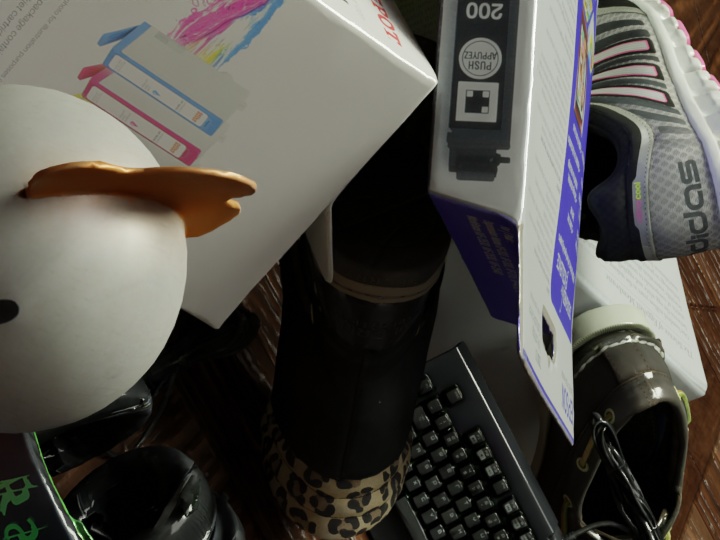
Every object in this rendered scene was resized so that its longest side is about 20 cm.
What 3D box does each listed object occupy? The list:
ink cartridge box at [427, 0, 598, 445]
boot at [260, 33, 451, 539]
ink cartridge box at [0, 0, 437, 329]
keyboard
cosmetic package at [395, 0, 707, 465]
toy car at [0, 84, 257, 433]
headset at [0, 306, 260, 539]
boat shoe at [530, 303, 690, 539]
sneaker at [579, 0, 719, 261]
[{"bbox_3d":[0.060,-0.046,0.921,0.198,0.043,0.201,54,39,-73],"label":"ink cartridge box"},{"bbox_3d":[0.000,0.000,1.000,0.200,0.073,0.151,-93,-170,-57],"label":"boot"},{"bbox_3d":[-0.079,-0.088,0.853,0.200,0.125,0.129,32,20,-32],"label":"ink cartridge box"},{"bbox_3d":[0.080,0.126,1.067,0.201,0.127,0.021,62,-2,-4],"label":"keyboard"},{"bbox_3d":[0.060,-0.039,1.186,0.199,0.123,0.201,39,33,-46],"label":"cosmetic package"},{"bbox_3d":[-0.125,0.004,0.649,0.177,0.199,0.185,17,51,-60],"label":"toy car"},{"bbox_3d":[-0.079,0.061,0.824,0.124,0.094,0.200,60,7,-11],"label":"headset"},{"bbox_3d":[0.119,0.107,1.150,0.202,0.071,0.061,86,-17,-45],"label":"boat shoe"},{"bbox_3d":[0.112,-0.064,1.082,0.200,0.087,0.074,-115,-167,-55],"label":"sneaker"}]
